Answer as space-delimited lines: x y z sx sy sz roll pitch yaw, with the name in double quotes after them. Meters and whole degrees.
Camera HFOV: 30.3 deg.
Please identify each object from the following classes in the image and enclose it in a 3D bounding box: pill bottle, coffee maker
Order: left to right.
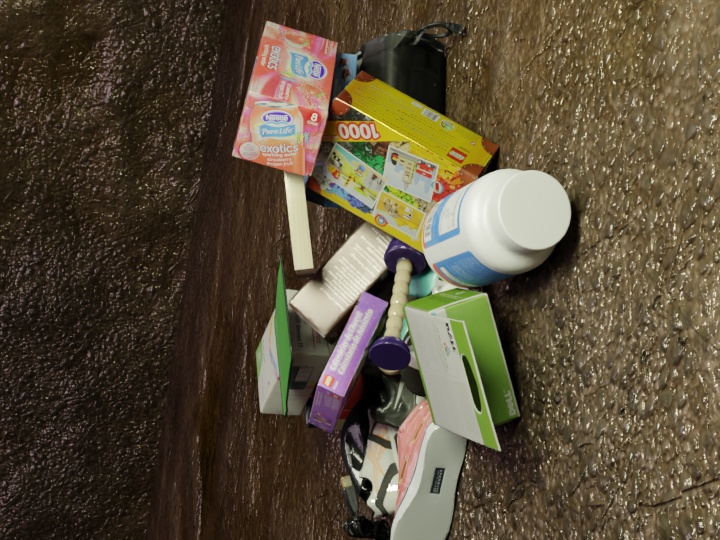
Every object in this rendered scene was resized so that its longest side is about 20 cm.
0.052 -0.205 1.774 0.192 0.133 0.202 135 136 -65 "coffee maker"
0.148 -0.046 1.437 0.200 0.111 0.113 158 116 -71 "pill bottle"

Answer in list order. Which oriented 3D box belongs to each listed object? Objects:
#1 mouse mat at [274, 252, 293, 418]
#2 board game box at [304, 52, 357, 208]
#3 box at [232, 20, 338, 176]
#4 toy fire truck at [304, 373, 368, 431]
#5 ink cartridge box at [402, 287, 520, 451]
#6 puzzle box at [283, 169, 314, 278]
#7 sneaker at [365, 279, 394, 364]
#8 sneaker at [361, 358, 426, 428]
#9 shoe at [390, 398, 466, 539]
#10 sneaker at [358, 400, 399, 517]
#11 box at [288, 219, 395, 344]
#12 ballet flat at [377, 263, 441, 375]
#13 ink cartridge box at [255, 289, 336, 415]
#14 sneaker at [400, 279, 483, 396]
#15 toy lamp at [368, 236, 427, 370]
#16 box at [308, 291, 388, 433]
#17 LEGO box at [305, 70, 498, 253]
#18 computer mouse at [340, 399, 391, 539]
-0.105 0.091 1.810 0.201 0.007 0.162 99 166 -59 "mouse mat"
-0.047 -0.192 1.811 0.151 0.036 0.202 -153 66 -72 "board game box"
-0.090 -0.215 1.652 0.201 0.102 0.095 -84 12 -55 "box"
-0.019 0.118 1.990 0.201 0.127 0.177 99 166 -50 "toy fire truck"
0.126 0.105 1.451 0.200 0.075 0.149 -171 64 -73 "ink cartridge box"
-0.079 -0.060 1.736 0.200 0.025 0.134 112 151 -86 "puzzle box"
0.009 0.043 1.880 0.104 0.076 0.202 13 102 29 "sneaker"
0.046 0.117 1.774 0.066 0.090 0.202 137 136 -65 "sneaker"
0.078 0.263 1.669 0.091 0.071 0.202 -126 49 -68 "shoe"
0.028 0.249 1.784 0.201 0.079 0.074 -107 -5 -56 "sneaker"
0.000 0.000 1.771 0.200 0.075 0.100 -45 -10 -2 "box"
0.073 0.042 1.727 0.068 0.067 0.201 23 85 29 "ballet flat"
-0.095 0.109 1.954 0.201 0.067 0.118 116 154 -45 "ink cartridge box"
0.100 0.095 1.624 0.089 0.073 0.201 -103 24 -48 "sneaker"
0.048 0.028 1.641 0.058 0.058 0.201 113 171 -46 "toy lamp"
-0.018 0.123 1.738 0.200 0.039 0.138 106 -171 -69 "box"
0.049 -0.127 1.638 0.077 0.199 0.150 -51 -13 -46 "LEGO box"
-0.010 0.277 1.830 0.140 0.046 0.202 24 -124 -67 "computer mouse"
